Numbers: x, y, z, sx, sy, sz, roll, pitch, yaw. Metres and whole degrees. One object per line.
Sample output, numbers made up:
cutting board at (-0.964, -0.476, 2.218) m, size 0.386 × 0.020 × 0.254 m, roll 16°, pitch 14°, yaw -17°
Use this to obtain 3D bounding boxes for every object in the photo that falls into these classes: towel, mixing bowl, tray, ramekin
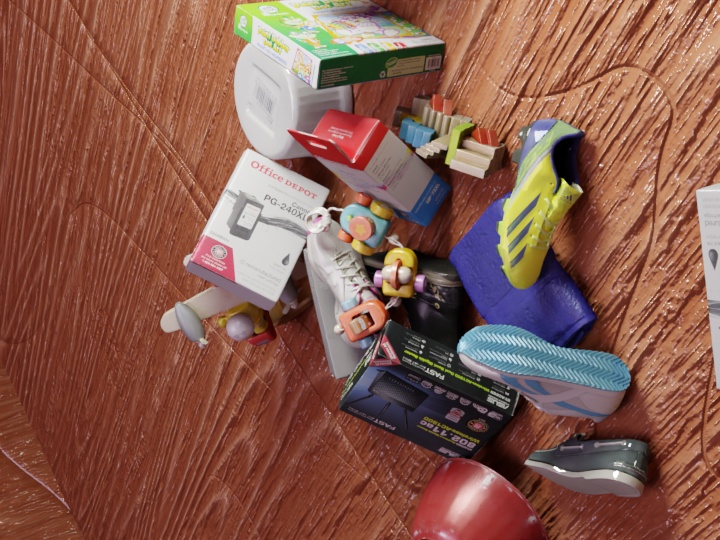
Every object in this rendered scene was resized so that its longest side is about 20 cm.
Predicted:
towel at (0.201, 0.020, 1.328) m, size 0.148 × 0.050 × 0.200 m, roll -51°, pitch 60°, yaw 43°
mixing bowl at (0.143, 0.365, 1.442) m, size 0.200 × 0.108 × 0.200 m, roll 31°, pitch 140°, yaw 29°
tray at (-0.109, 0.016, 1.783) m, size 0.200 × 0.037 × 0.099 m, roll -36°, pitch 73°, yaw 56°
ramekin at (-0.107, -0.262, 1.615) m, size 0.200 × 0.098 × 0.201 m, roll 26°, pitch 123°, yaw 48°

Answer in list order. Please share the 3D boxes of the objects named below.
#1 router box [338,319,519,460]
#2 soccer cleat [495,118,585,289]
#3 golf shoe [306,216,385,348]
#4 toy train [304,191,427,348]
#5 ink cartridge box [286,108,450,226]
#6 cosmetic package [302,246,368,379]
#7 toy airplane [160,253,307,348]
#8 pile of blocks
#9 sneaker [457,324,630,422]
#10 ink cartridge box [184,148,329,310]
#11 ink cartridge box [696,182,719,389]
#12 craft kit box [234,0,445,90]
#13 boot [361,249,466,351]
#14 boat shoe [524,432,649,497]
router box at (0.088, 0.166, 1.428) m, size 0.200 × 0.062 × 0.150 m, roll 25°, pitch 139°, yaw -5°
soccer cleat at (0.209, -0.073, 1.229) m, size 0.084 × 0.065 × 0.200 m, roll 15°, pitch 100°, yaw 36°
golf shoe at (-0.009, 0.016, 1.493) m, size 0.091 × 0.075 × 0.200 m, roll 4°, pitch 121°, yaw 61°
toy train at (0.000, 0.000, 1.417) m, size 0.150 × 0.056 × 0.200 m, roll -22°, pitch 92°, yaw 19°
ink cartridge box at (0.011, -0.145, 1.405) m, size 0.116 × 0.200 × 0.067 m, roll 23°, pitch 77°, yaw 51°
cosmetic package at (-0.025, 0.054, 1.604) m, size 0.107 × 0.090 × 0.200 m, roll -150°, pitch 45°, yaw -81°
toy airplane at (-0.198, 0.046, 1.711) m, size 0.141 × 0.199 × 0.200 m, roll -103°, pitch 33°, yaw -44°
pile of blocks at (0.102, -0.182, 1.356) m, size 0.200 × 0.082 × 0.062 m, roll 35°, pitch 124°, yaw 42°
sneaker at (0.207, 0.125, 1.257) m, size 0.200 × 0.077 × 0.081 m, roll 17°, pitch 136°, yaw 9°
ink cartridge box at (-0.155, -0.063, 1.630) m, size 0.200 × 0.145 × 0.083 m, roll -66°, pitch 8°, yaw -16°
ink cartridge box at (0.402, 0.015, 0.993) m, size 0.145 × 0.084 × 0.200 m, roll 4°, pitch 106°, yaw 54°
craft kit box at (-0.028, -0.301, 1.393) m, size 0.197 × 0.200 × 0.049 m, roll 37°, pitch 131°, yaw 42°
boot at (0.077, 0.053, 1.499) m, size 0.200 × 0.073 × 0.151 m, roll 12°, pitch 113°, yaw 47°
boat shoe at (0.276, 0.232, 1.304) m, size 0.200 × 0.073 × 0.062 m, roll -12°, pitch 50°, yaw 63°
